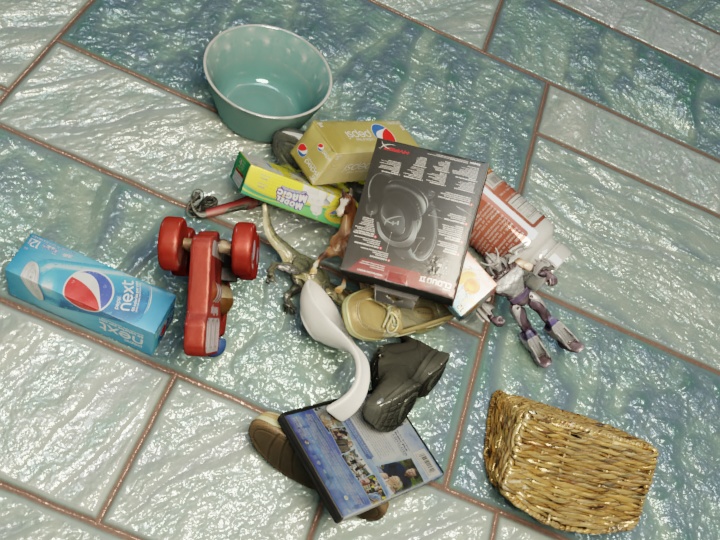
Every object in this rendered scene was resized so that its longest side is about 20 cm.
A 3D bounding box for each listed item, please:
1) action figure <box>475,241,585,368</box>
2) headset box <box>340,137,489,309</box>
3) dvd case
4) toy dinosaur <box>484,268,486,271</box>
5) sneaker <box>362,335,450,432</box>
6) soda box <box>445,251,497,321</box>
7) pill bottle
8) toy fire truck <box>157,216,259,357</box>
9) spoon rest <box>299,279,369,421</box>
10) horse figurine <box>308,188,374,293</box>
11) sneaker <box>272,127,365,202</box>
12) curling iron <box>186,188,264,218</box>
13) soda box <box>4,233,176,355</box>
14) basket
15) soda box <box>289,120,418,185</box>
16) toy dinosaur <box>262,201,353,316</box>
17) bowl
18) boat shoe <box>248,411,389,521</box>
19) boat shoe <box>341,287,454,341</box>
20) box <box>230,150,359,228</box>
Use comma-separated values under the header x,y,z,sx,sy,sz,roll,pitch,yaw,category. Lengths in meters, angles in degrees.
x,y,z,sx,sy,sz,roll,pitch,yaw,category
0.236,0.046,1.062,0.200,0.130,0.069,51,10,-19,action figure
0.068,-0.052,0.951,0.149,0.077,0.200,14,82,9,headset box
0.005,0.220,0.920,0.200,0.018,0.143,-4,51,-49,dvd case
0.104,-0.045,1.120,0.135,0.086,0.200,-12,74,-25,toy dinosaur
0.044,0.145,0.986,0.091,0.076,0.200,32,25,16,sneaker
0.096,-0.027,1.015,0.068,0.064,0.200,-40,77,-2,soda box
0.229,-0.064,1.168,0.200,0.112,0.112,44,57,11,pill bottle
-0.191,0.025,0.936,0.112,0.200,0.168,5,84,-4,toy fire truck
-0.031,0.093,0.957,0.061,0.099,0.200,-28,50,12,spoon rest
0.000,0.000,1.043,0.200,0.050,0.133,50,45,-34,horse figurine
-0.048,-0.173,1.170,0.200,0.074,0.085,26,39,-21,sneaker
-0.167,-0.114,1.120,0.200,0.026,0.050,-15,67,-26,curling iron
-0.343,0.031,0.947,0.200,0.068,0.064,23,55,-3,soda box
0.270,0.265,1.008,0.200,0.149,0.143,17,89,-7,basket
-0.004,-0.176,1.091,0.200,0.068,0.064,-14,64,-49,soda box
-0.092,0.004,1.043,0.200,0.047,0.088,47,54,-15,toy dinosaur
-0.154,-0.284,1.182,0.201,0.105,0.201,9,57,-14,bowl
-0.046,0.231,0.930,0.200,0.072,0.076,36,43,-6,boat shoe
0.056,0.055,1.006,0.201,0.063,0.073,7,67,-47,boat shoe
-0.083,-0.112,1.081,0.200,0.048,0.117,17,13,-21,box
